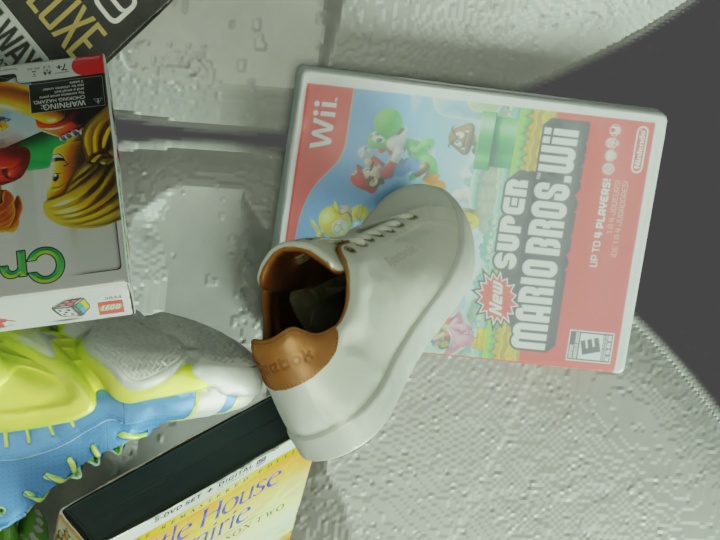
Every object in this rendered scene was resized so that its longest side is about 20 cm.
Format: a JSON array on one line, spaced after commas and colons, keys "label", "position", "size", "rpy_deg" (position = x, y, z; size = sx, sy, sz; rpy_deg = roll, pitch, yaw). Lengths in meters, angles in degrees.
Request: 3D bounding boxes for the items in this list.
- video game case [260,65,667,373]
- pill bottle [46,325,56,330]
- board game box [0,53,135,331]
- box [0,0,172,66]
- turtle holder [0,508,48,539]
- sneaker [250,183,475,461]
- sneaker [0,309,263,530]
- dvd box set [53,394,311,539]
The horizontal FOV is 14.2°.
[{"label": "video game case", "position": [0.055, -0.025, 1.521], "size": [0.199, 0.017, 0.144], "rpy_deg": [6, 102, -12]}, {"label": "pill bottle", "position": [-0.225, 0.003, 1.422], "size": [0.199, 0.114, 0.115], "rpy_deg": [11, 101, -13]}, {"label": "board game box", "position": [-0.208, -0.028, 1.324], "size": [0.199, 0.035, 0.127], "rpy_deg": [-8, 60, -3]}, {"label": "box", "position": [-0.192, -0.174, 1.397], "size": [0.158, 0.050, 0.200], "rpy_deg": [-44, 108, -18]}, {"label": "turtle holder", "position": [-0.241, 0.150, 1.411], "size": [0.141, 0.186, 0.132], "rpy_deg": [-34, 144, 16]}, {"label": "sneaker", "position": [0.000, 0.000, 1.409], "size": [0.072, 0.200, 0.085], "rpy_deg": [-19, 116, 28]}, {"label": "sneaker", "position": [-0.148, 0.073, 1.366], "size": [0.199, 0.076, 0.106], "rpy_deg": [4, 108, -11]}, {"label": "dvd box set", "position": [-0.096, 0.156, 1.440], "size": [0.146, 0.029, 0.201], "rpy_deg": [-27, 150, -33]}]
